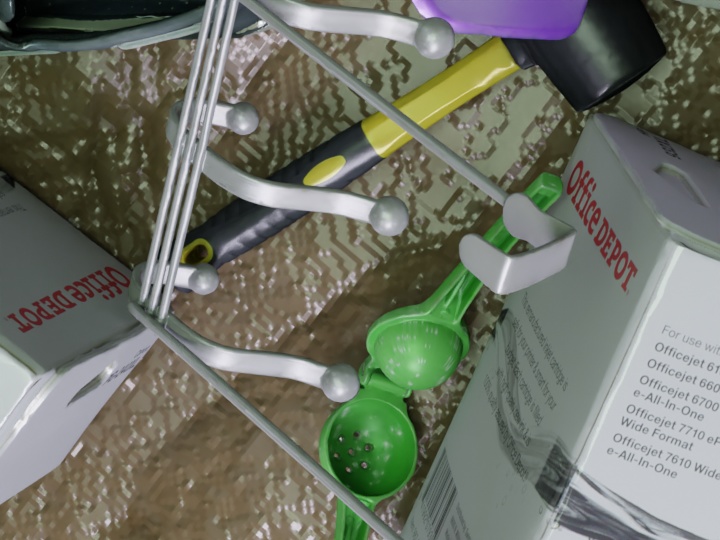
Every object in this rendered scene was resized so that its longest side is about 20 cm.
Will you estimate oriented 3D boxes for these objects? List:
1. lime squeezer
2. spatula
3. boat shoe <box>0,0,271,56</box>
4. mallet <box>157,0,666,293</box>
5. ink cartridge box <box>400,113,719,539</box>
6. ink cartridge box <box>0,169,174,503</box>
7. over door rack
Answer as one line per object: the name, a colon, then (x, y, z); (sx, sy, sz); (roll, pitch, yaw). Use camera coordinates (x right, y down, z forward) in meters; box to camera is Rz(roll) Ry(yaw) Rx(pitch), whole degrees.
lime squeezer: (0.013, 0.046, 0.983); (0.038, 0.071, 0.201); (23, 104, -5)
spatula: (0.113, -0.091, 0.924); (0.198, 0.021, 0.057); (10, 107, 1)
boat shoe: (-0.121, -0.110, 0.994); (0.198, 0.062, 0.073); (4, 99, 13)
mallet: (0.006, -0.058, 0.987); (0.199, 0.041, 0.066); (-25, 94, 21)
ink cartridge box: (0.082, 0.069, 0.923); (0.083, 0.145, 0.201); (20, 105, -12)
ink cartridge box: (-0.180, -0.005, 0.984); (0.200, 0.145, 0.084); (38, 105, 5)
over door rack: (0.000, 0.000, 0.908); (0.200, 0.066, 0.149); (49, 135, 43)
